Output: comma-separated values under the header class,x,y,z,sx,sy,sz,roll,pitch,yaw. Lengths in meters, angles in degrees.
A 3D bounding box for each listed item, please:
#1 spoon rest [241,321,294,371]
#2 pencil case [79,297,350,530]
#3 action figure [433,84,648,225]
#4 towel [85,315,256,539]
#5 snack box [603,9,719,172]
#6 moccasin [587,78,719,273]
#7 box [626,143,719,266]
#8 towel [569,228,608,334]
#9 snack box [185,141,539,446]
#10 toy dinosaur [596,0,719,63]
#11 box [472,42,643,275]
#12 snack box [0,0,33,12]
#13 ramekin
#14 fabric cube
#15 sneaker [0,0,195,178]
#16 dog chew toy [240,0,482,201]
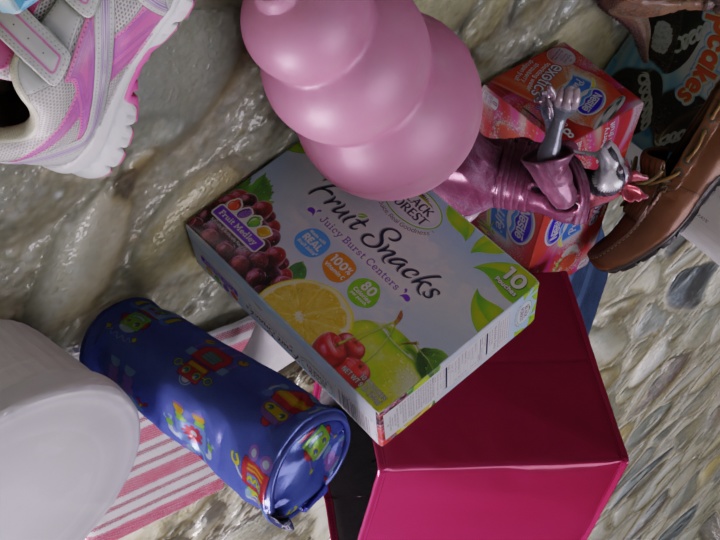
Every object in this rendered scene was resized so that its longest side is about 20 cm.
class,x,y,z,sx,sy,sz,roll,pitch,yaw
spoon rest,-0.058,0.031,0.976,0.200,0.099,0.061,-42,151,-2
pencil case,-0.095,0.090,0.877,0.078,0.200,0.087,-36,138,-34
action figure,0.107,-0.066,0.971,0.134,0.199,0.150,-7,110,-72
towel,-0.149,0.124,1.047,0.146,0.030,0.201,-20,140,-43
snack box,0.299,-0.194,1.179,0.200,0.116,0.037,-54,153,13
moccasin,0.258,-0.080,1.124,0.202,0.078,0.074,-50,-175,27
box,0.368,-0.129,1.277,0.200,0.199,0.131,-37,151,-19
towel,0.212,-0.007,1.360,0.200,0.048,0.112,62,48,-62
snack box,0.000,0.000,0.901,0.142,0.200,0.053,-37,151,-20
toy dinosaur,0.227,-0.236,1.063,0.135,0.086,0.200,-22,162,-24
box,0.151,-0.077,1.139,0.099,0.095,0.201,-29,149,-30
snack box,-0.101,-0.213,0.564,0.200,0.037,0.116,-40,115,-15
ramekin,-0.242,0.119,0.821,0.202,0.094,0.203,-36,152,-23
fabric cube,0.078,0.132,1.117,0.198,0.201,0.197,-2,139,-12
sneaker,-0.143,-0.123,0.653,0.088,0.081,0.201,-18,140,-48
dog chew toy,-0.004,-0.124,0.826,0.125,0.125,0.200,-49,146,3
